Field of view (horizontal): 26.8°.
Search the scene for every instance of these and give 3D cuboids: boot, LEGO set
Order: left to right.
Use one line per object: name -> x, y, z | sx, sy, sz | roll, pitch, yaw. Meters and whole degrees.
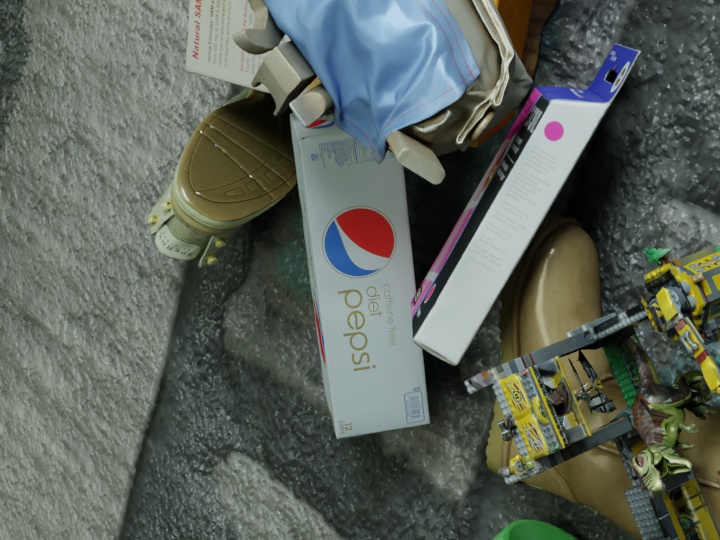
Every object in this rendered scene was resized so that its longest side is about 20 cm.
boot -> -0.099, -0.052, 1.029 | 0.072, 0.200, 0.155 | 38, 127, -7
LEGO set -> 0.138, 0.095, 0.744 | 0.153, 0.115, 0.202 | -18, 90, 58
boot -> 0.171, 0.074, 0.850 | 0.199, 0.066, 0.177 | 20, 113, 41

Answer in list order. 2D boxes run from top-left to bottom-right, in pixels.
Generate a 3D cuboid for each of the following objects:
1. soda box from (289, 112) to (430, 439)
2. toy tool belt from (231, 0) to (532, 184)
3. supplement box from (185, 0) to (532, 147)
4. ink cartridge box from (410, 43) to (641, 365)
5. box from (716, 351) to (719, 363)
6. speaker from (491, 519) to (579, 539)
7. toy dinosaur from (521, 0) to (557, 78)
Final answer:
soda box -> 0.000, 0.000, 0.954 | 0.068, 0.063, 0.202 | -112, 15, -69
toy tool belt -> -0.008, -0.135, 0.799 | 0.200, 0.123, 0.125 | 46, 123, 2
supplement box -> -0.001, -0.164, 0.902 | 0.198, 0.073, 0.127 | 17, 118, 19
ink cartridge box -> 0.091, -0.047, 0.868 | 0.037, 0.095, 0.201 | 31, 100, -5
box -> 0.272, 0.091, 0.734 | 0.200, 0.082, 0.049 | 51, 126, 30
speaker -> 0.077, 0.253, 0.931 | 0.088, 0.088, 0.201 | 44, 120, 34
toy dinosaur -> 0.104, -0.196, 0.913 | 0.106, 0.060, 0.201 | 28, 121, 18
